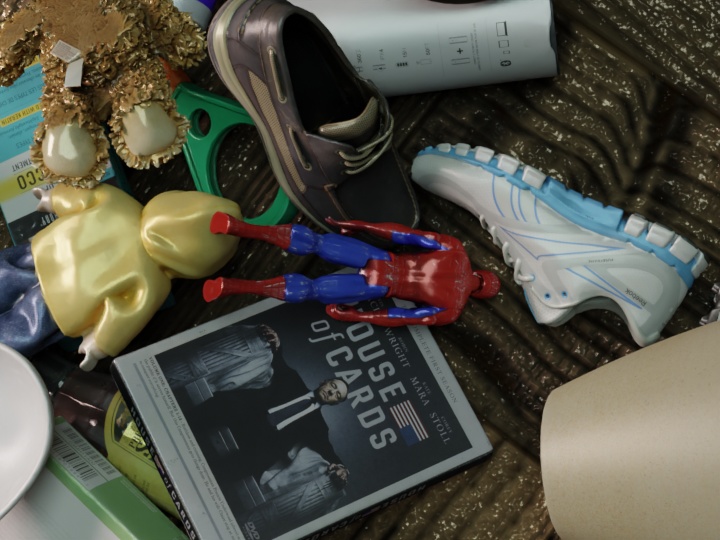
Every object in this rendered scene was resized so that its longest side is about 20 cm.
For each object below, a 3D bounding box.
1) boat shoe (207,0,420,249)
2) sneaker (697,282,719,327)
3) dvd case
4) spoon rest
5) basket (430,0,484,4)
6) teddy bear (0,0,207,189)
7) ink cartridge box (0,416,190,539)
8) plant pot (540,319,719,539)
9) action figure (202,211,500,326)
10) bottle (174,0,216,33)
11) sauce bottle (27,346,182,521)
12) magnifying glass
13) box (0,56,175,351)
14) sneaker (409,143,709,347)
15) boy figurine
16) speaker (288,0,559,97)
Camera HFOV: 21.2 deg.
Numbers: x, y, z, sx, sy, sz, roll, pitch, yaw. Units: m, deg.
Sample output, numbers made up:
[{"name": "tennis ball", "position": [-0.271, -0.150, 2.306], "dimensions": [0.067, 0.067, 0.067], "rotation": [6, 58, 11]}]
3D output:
[{"name": "boat shoe", "position": [-0.020, -0.087, 1.203], "dimensions": [0.075, 0.200, 0.073], "rotation": [-50, 32, -18]}, {"name": "sneaker", "position": [0.284, -0.038, 1.207], "dimensions": [0.090, 0.066, 0.201], "rotation": [19, 83, 9]}, {"name": "dvd case", "position": [-0.035, 0.088, 1.199], "dimensions": [0.199, 0.025, 0.151], "rotation": [-22, 73, -23]}, {"name": "spoon rest", "position": [-0.238, 0.138, 1.165], "dimensions": [0.099, 0.061, 0.201], "rotation": [17, 104, 19]}, {"name": "basket", "position": [0.056, -0.279, 1.224], "dimensions": [0.179, 0.136, 0.201], "rotation": [-4, 52, -1]}, {"name": "teddy bear", "position": [-0.169, -0.138, 1.238], "dimensions": [0.145, 0.067, 0.200], "rotation": [-33, 59, 0]}, {"name": "ink cartridge box", "position": [-0.199, 0.215, 1.214], "dimensions": [0.145, 0.048, 0.201], "rotation": [41, 113, 15]}, {"name": "plant pot", "position": [0.213, 0.108, 1.133], "dimensions": [0.199, 0.187, 0.189], "rotation": [-6, 75, 20]}, {"name": "action figure", "position": [0.000, 0.000, 1.204], "dimensions": [0.199, 0.052, 0.066], "rotation": [7, 84, -24]}, {"name": "bottle", "position": [-0.101, -0.261, 1.313], "dimensions": [0.083, 0.065, 0.201], "rotation": [15, 79, 6]}, {"name": "sauce bottle", "position": [-0.141, 0.107, 1.229], "dimensions": [0.199, 0.066, 0.066], "rotation": [28, 82, 12]}, {"name": "magnifying glass", "position": [-0.108, -0.104, 1.287], "dimensions": [0.200, 0.022, 0.080], "rotation": [47, 120, 21]}, {"name": "box", "position": [-0.199, -0.055, 1.286], "dimensions": [0.082, 0.049, 0.201], "rotation": [-24, 74, 2]}, {"name": "sneaker", "position": [0.114, -0.014, 1.222], "dimensions": [0.199, 0.075, 0.087], "rotation": [25, 87, 13]}, {"name": "boy figurine", "position": [-0.169, -0.004, 1.210], "dimensions": [0.199, 0.064, 0.125], "rotation": [-25, 71, 0]}, {"name": "speaker", "position": [0.028, -0.154, 1.262], "dimensions": [0.198, 0.081, 0.082], "rotation": [-7, 75, 7]}]
